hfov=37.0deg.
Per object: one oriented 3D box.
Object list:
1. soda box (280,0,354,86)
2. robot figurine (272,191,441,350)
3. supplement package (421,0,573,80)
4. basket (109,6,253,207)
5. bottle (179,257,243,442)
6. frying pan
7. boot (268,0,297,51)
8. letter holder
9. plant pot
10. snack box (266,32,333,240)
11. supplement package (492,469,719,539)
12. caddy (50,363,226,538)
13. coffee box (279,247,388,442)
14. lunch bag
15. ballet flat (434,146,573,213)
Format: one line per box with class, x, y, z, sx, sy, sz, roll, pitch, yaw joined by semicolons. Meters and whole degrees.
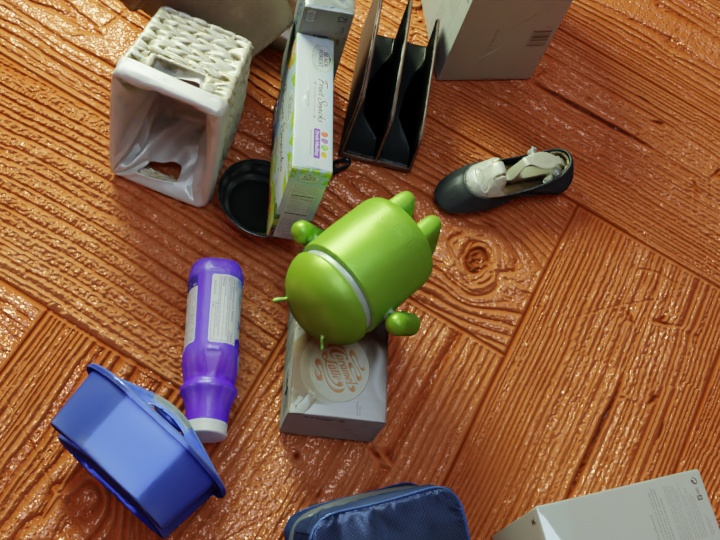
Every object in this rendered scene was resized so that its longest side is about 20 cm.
soda box;-0.056;-0.288;1.346;0.062;0.201;0.069;6;63;-11
robot figurine;0.000;0.000;1.182;0.175;0.116;0.199;43;64;15
supplement package;0.176;-0.396;1.453;0.145;0.192;0.203;-3;67;-14
basket;-0.212;-0.193;1.273;0.134;0.201;0.125;21;57;-2
bottle;-0.168;0.090;1.212;0.064;0.084;0.203;5;64;-10
frying pan;-0.104;-0.110;1.349;0.114;0.031;0.191;36;52;2
boot;-0.171;-0.309;1.412;0.197;0.064;0.189;15;62;-10
letter holder;0.046;-0.257;1.387;0.099;0.143;0.203;13;63;-6
plant pot;-0.175;-0.337;1.299;0.200;0.199;0.175;-45;105;-26
snack box;-0.072;-0.159;1.288;0.052;0.143;0.203;9;57;-15
supplement package;0.273;0.325;1.164;0.197;0.151;0.154;-8;68;-16
caddy;-0.228;0.183;1.126;0.199;0.142;0.105;41;69;7
coffee box;-0.028;0.086;1.247;0.112;0.080;0.203;8;64;-9
lunch bag;0.011;0.306;1.128;0.197;0.132;0.138;-9;83;-17
ballet flat;0.192;-0.124;1.400;0.197;0.073;0.074;-10;68;-16
